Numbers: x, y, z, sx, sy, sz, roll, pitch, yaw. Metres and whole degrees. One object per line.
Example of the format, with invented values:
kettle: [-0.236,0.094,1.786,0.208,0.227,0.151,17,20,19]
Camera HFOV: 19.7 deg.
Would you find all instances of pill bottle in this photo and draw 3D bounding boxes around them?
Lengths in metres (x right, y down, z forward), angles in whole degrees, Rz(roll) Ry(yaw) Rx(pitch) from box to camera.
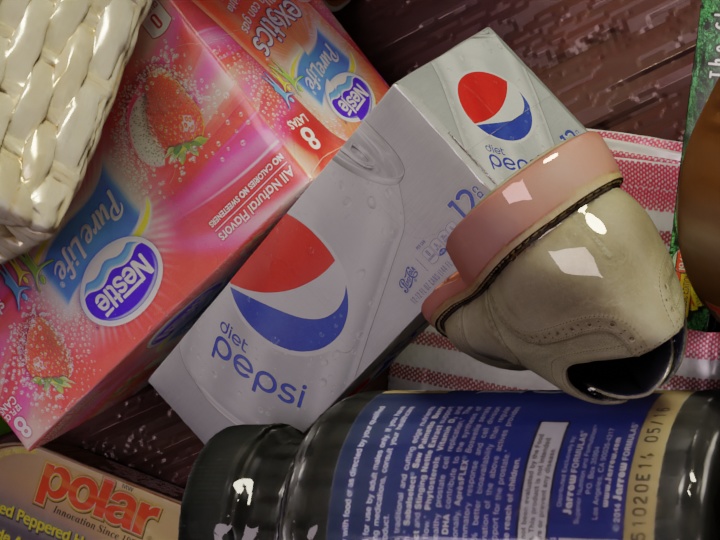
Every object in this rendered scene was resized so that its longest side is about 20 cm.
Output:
pill bottle: [0.041,0.098,0.733,0.199,0.112,0.113,-1,87,26]

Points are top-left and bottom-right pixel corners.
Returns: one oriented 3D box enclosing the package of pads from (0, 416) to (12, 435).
package of pads: [-0.231,-0.002,0.908,0.068,0.200,0.155,-23,75,9]

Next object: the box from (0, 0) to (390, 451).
box: [-0.087,-0.028,0.856,0.200,0.095,0.103,-41,85,33]

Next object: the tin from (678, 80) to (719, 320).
tin: [0.175,-0.064,0.680,0.042,0.112,0.201,23,84,57]

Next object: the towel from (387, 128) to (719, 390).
towel: [0.080,0.044,0.822,0.146,0.030,0.201,10,96,32]

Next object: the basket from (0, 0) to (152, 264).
basket: [-0.191,-0.113,0.754,0.160,0.198,0.201,-17,48,53]

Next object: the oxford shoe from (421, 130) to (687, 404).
oxford shoe: [0.067,0.018,0.690,0.071,0.200,0.074,-35,80,-2]

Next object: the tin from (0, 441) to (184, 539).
tin: [-0.109,0.144,0.925,0.199,0.042,0.113,18,101,30]

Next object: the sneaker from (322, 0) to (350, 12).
sneaker: [-0.055,-0.138,0.882,0.199,0.073,0.085,-24,73,27]

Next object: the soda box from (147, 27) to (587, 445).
soda box: [0.000,0.000,0.789,0.063,0.068,0.200,48,133,6]

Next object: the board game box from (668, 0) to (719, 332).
board game box: [0.148,-0.078,0.739,0.023,0.105,0.201,8,92,35]
